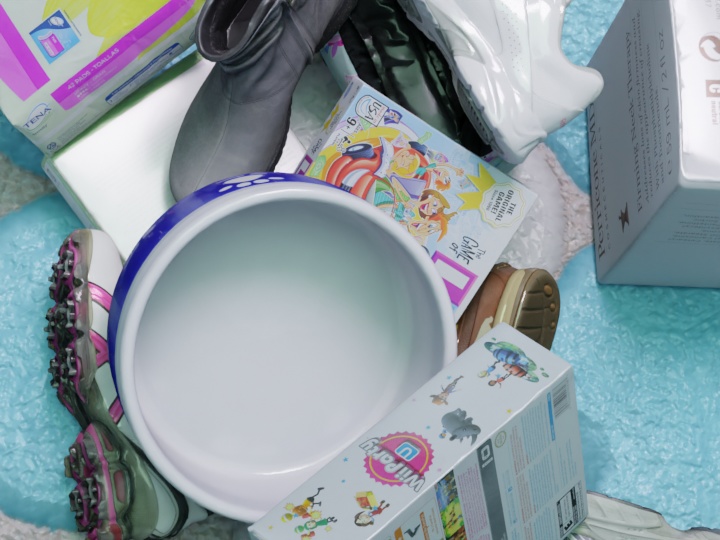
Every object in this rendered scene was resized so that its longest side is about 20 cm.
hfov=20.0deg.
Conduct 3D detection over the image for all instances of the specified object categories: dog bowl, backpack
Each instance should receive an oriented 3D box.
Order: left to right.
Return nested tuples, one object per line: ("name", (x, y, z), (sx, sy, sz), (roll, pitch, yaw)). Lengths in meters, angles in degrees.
("dog bowl", (-0.048, 0.044, 1.206), (0.199, 0.079, 0.201), (-3, 102, -14))
("backpack", (0.049, -0.153, 1.347), (0.166, 0.127, 0.201), (-22, 78, 0))

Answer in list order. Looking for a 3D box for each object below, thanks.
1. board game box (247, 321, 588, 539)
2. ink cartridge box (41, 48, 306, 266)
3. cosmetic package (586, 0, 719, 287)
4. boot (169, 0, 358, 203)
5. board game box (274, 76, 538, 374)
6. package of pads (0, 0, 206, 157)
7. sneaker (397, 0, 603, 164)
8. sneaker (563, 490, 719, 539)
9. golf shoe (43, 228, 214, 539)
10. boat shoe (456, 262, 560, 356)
("board game box", (0.040, 0.146, 1.181), (0.200, 0.148, 0.064), (-39, 50, -25))
("ink cartridge box", (-0.091, -0.033, 1.330), (0.145, 0.048, 0.200), (-36, 91, -17))
("cosmetic package", (0.251, -0.094, 1.314), (0.166, 0.200, 0.168), (1, 71, -8))
("boot", (-0.076, -0.124, 1.238), (0.070, 0.132, 0.201), (26, 94, 12))
("board game box", (0.000, 0.000, 1.270), (0.134, 0.034, 0.200), (31, 96, -16))
("package of pads", (-0.193, -0.195, 1.308), (0.154, 0.068, 0.200), (-38, 61, 3))
("sneaker", (0.080, -0.170, 1.253), (0.099, 0.078, 0.200), (-30, 90, -5))
("sneaker", (0.205, 0.203, 1.288), (0.199, 0.078, 0.087), (16, 82, 5))
("golf shoe", (-0.145, 0.071, 1.281), (0.092, 0.073, 0.201), (-6, 80, -24))
("boat shoe", (0.065, 0.089, 1.307), (0.067, 0.072, 0.201), (13, 76, 32))
